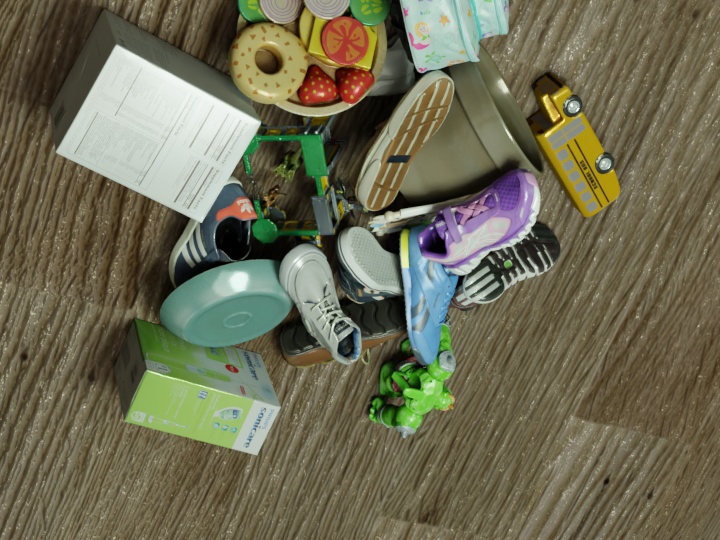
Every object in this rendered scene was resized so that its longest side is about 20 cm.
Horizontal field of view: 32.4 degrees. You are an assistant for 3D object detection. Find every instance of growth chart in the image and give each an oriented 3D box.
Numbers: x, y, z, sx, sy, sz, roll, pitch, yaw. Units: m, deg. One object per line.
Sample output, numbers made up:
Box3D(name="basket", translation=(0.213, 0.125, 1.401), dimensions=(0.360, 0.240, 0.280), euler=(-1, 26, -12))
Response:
Box3D(name="growth chart", translation=(0.079, -0.073, 1.670), dimensions=(0.143, 0.200, 0.018), euler=(-12, 86, -6))

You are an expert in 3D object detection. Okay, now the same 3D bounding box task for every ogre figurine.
Box3D(name="ogre figurine", translation=(0.080, 0.161, 1.813), dimensions=(0.200, 0.120, 0.098), euler=(-43, 120, 8))

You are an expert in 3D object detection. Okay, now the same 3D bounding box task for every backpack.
Box3D(name="backpack", translation=(0.102, -0.339, 1.493), dimensions=(0.149, 0.201, 0.179), euler=(-6, 121, 15))

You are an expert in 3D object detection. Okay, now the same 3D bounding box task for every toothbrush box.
Box3D(name="toothbrush box", translation=(-0.226, 0.159, 1.701), dimensions=(0.198, 0.146, 0.087), euler=(20, 109, -24))

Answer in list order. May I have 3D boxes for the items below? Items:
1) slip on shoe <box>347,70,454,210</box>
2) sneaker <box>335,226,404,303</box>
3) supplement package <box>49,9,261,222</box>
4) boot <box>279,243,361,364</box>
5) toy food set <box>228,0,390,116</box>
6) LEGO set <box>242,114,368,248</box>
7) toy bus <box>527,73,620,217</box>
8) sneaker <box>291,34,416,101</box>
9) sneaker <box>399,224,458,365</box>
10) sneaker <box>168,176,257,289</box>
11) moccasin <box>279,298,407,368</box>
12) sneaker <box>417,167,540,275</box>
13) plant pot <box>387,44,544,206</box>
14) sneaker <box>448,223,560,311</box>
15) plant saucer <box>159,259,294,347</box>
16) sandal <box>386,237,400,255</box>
Box3D(name="slip on shoe", translation=(0.046, -0.170, 1.548), dimensions=(0.076, 0.061, 0.201), euler=(-2, 131, -41))
Box3D(name="sneaker", translation=(0.000, 0.000, 1.691), dimensions=(0.079, 0.079, 0.200), euler=(-14, 158, 22))
Box3D(name="supplement package", translation=(-0.253, -0.189, 1.510), dimensions=(0.199, 0.152, 0.151), euler=(26, 107, -27))
Box3D(name="boot", translation=(-0.043, 0.049, 1.642), dimensions=(0.073, 0.096, 0.201), euler=(-39, 149, -10))
Box3D(name="toy food set", translation=(-0.061, -0.292, 1.536), dimensions=(0.198, 0.049, 0.200), euler=(13, 84, -12))
Box3D(name="LEGO set", translation=(-0.081, -0.138, 1.637), dimensions=(0.152, 0.116, 0.202), euler=(-7, 119, 20))
Box3D(name="toy bus", translation=(0.296, -0.176, 1.740), dimensions=(0.078, 0.065, 0.200), euler=(-35, 122, 4))
Box3D(name="sneaker", translation=(-0.027, -0.264, 1.599), dimensions=(0.198, 0.075, 0.089), euler=(-12, 107, -18))
Box3D(name="sneaker", translation=(0.101, 0.036, 1.708), dimensions=(0.078, 0.066, 0.202), euler=(-2, 106, 12))
Box3D(name="sneaker", translation=(-0.191, -0.024, 1.627), dimensions=(0.075, 0.085, 0.201), euler=(-16, 144, -40))
Box3D(name="moccasin", translation=(-0.016, 0.095, 1.776), dimensions=(0.200, 0.074, 0.078), euler=(-22, 152, -3))
Box3D(name="sneaker", translation=(0.142, -0.061, 1.555), dimensions=(0.088, 0.081, 0.200), euler=(10, 146, -34))
Box3D(name="plant pot", translation=(0.122, -0.174, 1.629), dimensions=(0.173, 0.201, 0.200), euler=(-29, 123, 18))
Box3D(name="sneaker", translation=(0.195, 0.000, 1.802), dimensions=(0.199, 0.115, 0.076), euler=(-27, 86, -36))
Box3D(name="plant saucer", translation=(-0.170, 0.054, 1.668), dimensions=(0.198, 0.036, 0.201), euler=(-16, 153, -8))
Box3D(name="sandal", translation=(0.136, -0.038, 1.755), dimensions=(0.198, 0.045, 0.075), euler=(-17, 157, -3))
